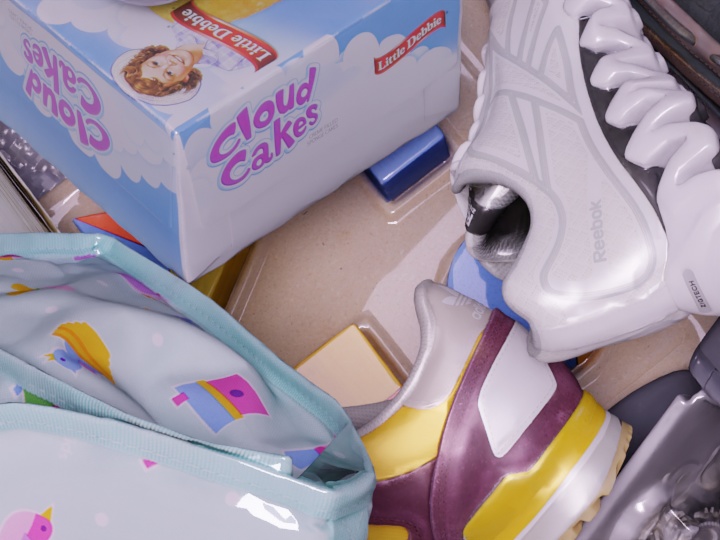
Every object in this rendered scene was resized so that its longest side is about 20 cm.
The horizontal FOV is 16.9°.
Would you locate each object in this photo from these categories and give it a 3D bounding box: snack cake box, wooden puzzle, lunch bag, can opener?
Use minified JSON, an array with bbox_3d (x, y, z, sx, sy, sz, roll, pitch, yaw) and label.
[{"bbox_3d":[-0.075,-0.097,0.780,0.115,0.067,0.200,-33,54,-27],"label":"snack cake box"},{"bbox_3d":[0.000,0.000,0.809,0.200,0.046,0.185,-37,76,-7],"label":"wooden puzzle"},{"bbox_3d":[-0.078,0.095,0.673,0.200,0.122,0.171,30,112,47],"label":"lunch bag"},{"bbox_3d":[0.119,0.019,0.743,0.200,0.053,0.067,-57,43,19],"label":"can opener"}]

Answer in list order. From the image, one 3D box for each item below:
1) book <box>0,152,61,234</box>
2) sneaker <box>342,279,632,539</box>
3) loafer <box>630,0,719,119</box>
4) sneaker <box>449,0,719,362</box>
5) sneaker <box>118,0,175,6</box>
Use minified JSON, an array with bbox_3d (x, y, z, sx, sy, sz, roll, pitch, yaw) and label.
[{"bbox_3d":[-0.206,-0.042,0.805,0.134,0.048,0.200,-43,76,25],"label":"book"},{"bbox_3d":[-0.011,0.093,0.744,0.090,0.075,0.200,42,99,0],"label":"sneaker"},{"bbox_3d":[0.128,-0.086,0.779,0.200,0.063,0.072,33,81,36],"label":"loafer"},{"bbox_3d":[0.060,-0.044,0.747,0.081,0.075,0.200,-28,33,6],"label":"sneaker"},{"bbox_3d":[-0.060,-0.164,0.758,0.070,0.109,0.200,1,75,-4],"label":"sneaker"}]
